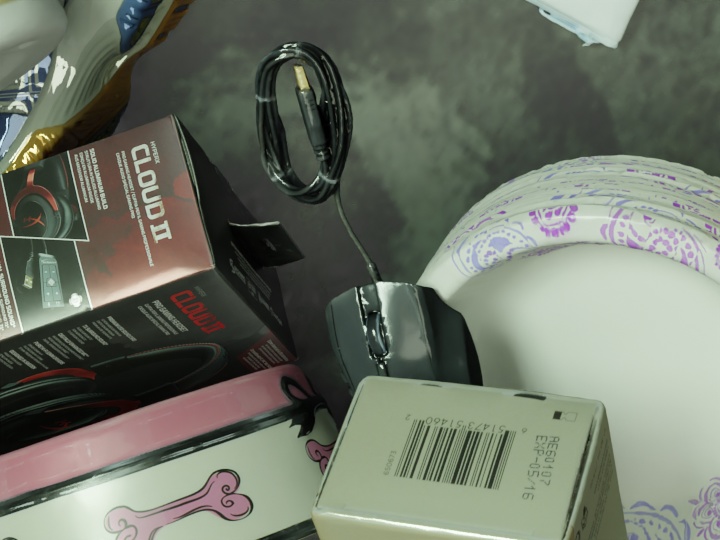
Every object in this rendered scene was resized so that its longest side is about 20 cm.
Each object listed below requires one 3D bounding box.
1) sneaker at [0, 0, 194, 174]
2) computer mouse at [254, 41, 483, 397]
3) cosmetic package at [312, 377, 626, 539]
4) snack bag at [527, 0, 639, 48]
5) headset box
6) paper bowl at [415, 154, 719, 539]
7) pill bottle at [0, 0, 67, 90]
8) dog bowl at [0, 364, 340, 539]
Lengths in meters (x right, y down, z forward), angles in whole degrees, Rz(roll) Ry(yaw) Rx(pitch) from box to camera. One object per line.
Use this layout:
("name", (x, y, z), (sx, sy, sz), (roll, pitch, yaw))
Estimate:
("sneaker", (-0.147, -0.099, 0.773), (0.088, 0.075, 0.200), (37, 104, 6))
("computer mouse", (0.000, 0.000, 0.723), (0.059, 0.034, 0.200), (-14, 110, 28))
("cosmetic package", (0.057, 0.138, 0.724), (0.103, 0.073, 0.200), (4, 138, 21))
("snack bag", (0.075, -0.220, 0.752), (0.188, 0.021, 0.200), (24, 107, -9))
("headset box", (-0.125, 0.013, 0.756), (0.200, 0.149, 0.075), (-19, 70, 5))
("paper bowl", (0.120, 0.043, 0.780), (0.200, 0.104, 0.201), (10, 121, 16))
("pill bottle", (-0.214, -0.153, 0.678), (0.120, 0.120, 0.200), (-30, 93, 9))
("dog bowl", (-0.095, 0.101, 0.775), (0.200, 0.200, 0.074), (-19, 85, 5))
